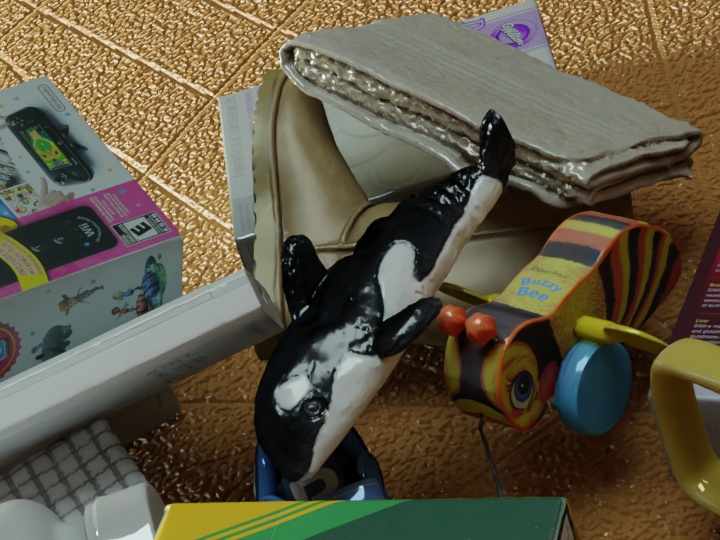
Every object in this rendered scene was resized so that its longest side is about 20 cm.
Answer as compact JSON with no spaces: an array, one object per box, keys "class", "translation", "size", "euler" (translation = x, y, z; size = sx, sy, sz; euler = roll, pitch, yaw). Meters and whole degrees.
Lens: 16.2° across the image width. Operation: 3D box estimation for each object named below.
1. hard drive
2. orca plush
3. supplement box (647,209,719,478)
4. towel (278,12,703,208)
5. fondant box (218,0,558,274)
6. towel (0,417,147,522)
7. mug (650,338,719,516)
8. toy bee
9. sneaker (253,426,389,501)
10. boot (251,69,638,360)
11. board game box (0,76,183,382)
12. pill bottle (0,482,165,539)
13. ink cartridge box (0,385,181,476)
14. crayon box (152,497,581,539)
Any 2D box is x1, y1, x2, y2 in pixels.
[{"class":"hard drive","translation":[-0.135,0.057,1.226],"size":[0.199,0.026,0.132],"euler":[-25,-6,0]},{"class":"orca plush","translation":[0.000,0.000,1.187],"size":[0.200,0.071,0.105],"euler":[-53,8,-10]},{"class":"supplement box","translation":[0.223,0.015,1.250],"size":[0.108,0.061,0.201],"euler":[3,44,28]},{"class":"towel","translation":[0.070,-0.085,1.330],"size":[0.199,0.035,0.132],"euler":[28,26,31]},{"class":"fondant box","translation":[0.023,-0.068,1.448],"size":[0.198,0.059,0.145],"euler":[-16,38,4]},{"class":"towel","translation":[-0.145,0.185,1.198],"size":[0.165,0.086,0.200],"euler":[-31,40,-11]},{"class":"mug","translation":[0.204,0.102,1.078],"size":[0.185,0.154,0.150],"euler":[-2,42,23]},{"class":"toy bee","translation":[0.085,0.037,1.195],"size":[0.130,0.109,0.201],"euler":[-6,48,26]},{"class":"sneaker","translation":[-0.010,0.137,1.192],"size":[0.073,0.083,0.200],"euler":[-21,38,-4]},{"class":"boot","translation":[0.044,-0.029,1.335],"size":[0.198,0.066,0.177],"euler":[-3,68,6]},{"class":"board game box","translation":[-0.209,-0.006,1.268],"size":[0.199,0.065,0.148],"euler":[-22,48,-26]},{"class":"pill bottle","translation":[-0.167,0.165,1.077],"size":[0.199,0.111,0.111],"euler":[-22,37,1]},{"class":"ink cartridge box","translation":[-0.221,0.066,1.375],"size":[0.199,0.083,0.146],"euler":[-32,39,-14]},{"class":"crayon box","translation":[0.020,0.180,1.027],"size":[0.171,0.201,0.059],"euler":[-4,40,21]}]
